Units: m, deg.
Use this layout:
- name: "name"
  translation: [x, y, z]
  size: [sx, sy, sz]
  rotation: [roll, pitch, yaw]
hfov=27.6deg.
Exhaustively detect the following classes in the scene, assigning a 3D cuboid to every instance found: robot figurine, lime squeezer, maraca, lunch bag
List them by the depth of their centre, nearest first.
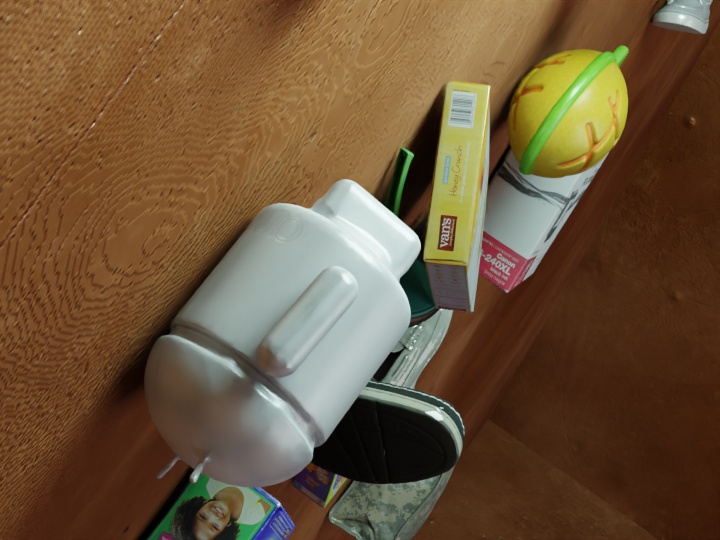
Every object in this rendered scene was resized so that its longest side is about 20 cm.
- name: "robot figurine"
  translation: [-0.048, 0.043, 0.856]
  size: [0.201, 0.113, 0.170]
  rotation: [-53, -178, -20]
- name: "lime squeezer"
  translation: [0.000, 0.000, 1.149]
  size: [0.201, 0.038, 0.071]
  rotation: [-57, 169, 9]
- name: "maraca"
  translation: [0.206, -0.156, 1.410]
  size: [0.137, 0.107, 0.200]
  rotation: [-54, 172, 30]
- name: "lunch bag"
  translation: [0.063, 0.300, 2.093]
  size: [0.201, 0.117, 0.164]
  rotation: [-52, 169, 5]

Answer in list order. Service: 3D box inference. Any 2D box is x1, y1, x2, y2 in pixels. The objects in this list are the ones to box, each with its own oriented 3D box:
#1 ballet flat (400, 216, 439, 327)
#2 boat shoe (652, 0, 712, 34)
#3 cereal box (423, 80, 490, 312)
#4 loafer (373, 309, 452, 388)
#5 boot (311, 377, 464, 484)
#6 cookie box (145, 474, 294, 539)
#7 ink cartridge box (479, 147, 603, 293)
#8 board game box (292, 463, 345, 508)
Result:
- name: "ballet flat"
  translation: [0.050, 0.008, 1.330]
  size: [0.068, 0.068, 0.200]
  rotation: [-48, 177, 41]
- name: "boat shoe"
  translation: [0.451, -0.363, 2.011]
  size: [0.200, 0.071, 0.069]
  rotation: [-17, 119, -63]
- name: "cereal box"
  translation: [0.082, -0.054, 1.196]
  size: [0.200, 0.039, 0.145]
  rotation: [62, 35, -77]
- name: "loafer"
  translation: [0.032, 0.068, 1.408]
  size: [0.070, 0.070, 0.202]
  rotation: [32, 76, -45]
- name: "boot"
  translation: [-0.002, 0.063, 0.980]
  size: [0.154, 0.202, 0.074]
  rotation: [-51, 133, -45]
- name: "cookie box"
  translation: [-0.143, 0.258, 1.170]
  size: [0.201, 0.075, 0.171]
  rotation: [-54, 169, -12]
- name: "ink cartridge box"
  translation: [0.196, -0.089, 1.623]
  size: [0.201, 0.083, 0.145]
  rotation: [-59, 169, 17]
- name: "board game box"
  translation: [-0.006, 0.153, 1.547]
  size: [0.135, 0.045, 0.201]
  rotation: [-50, 168, -29]
